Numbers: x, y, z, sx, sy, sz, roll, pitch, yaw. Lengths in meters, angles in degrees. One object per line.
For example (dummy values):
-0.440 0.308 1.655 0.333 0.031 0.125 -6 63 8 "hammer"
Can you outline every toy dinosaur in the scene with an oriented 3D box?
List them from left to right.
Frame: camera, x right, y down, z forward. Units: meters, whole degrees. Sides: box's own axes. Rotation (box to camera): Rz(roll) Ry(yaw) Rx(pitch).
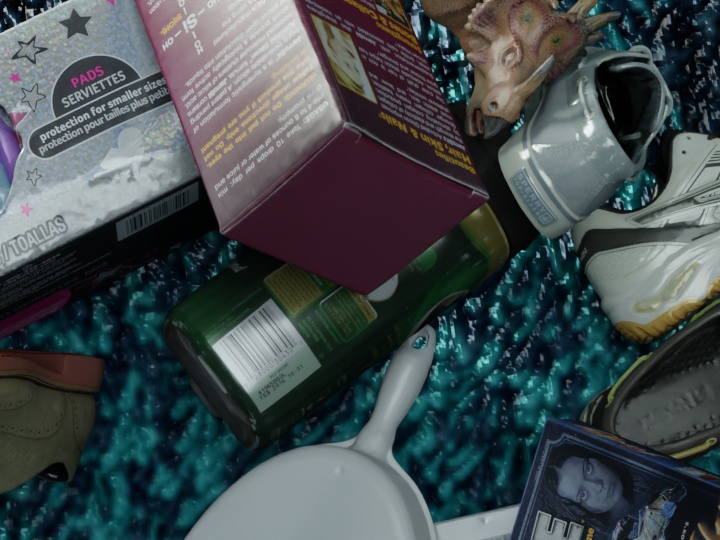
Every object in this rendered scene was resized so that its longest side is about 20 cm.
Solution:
0.067 -0.166 1.343 0.086 0.135 0.201 -8 91 -25 "toy dinosaur"

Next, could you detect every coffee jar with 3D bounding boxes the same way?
0.000 0.000 1.375 0.200 0.104 0.085 -37 86 -11 "coffee jar"

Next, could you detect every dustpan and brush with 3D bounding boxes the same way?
-0.006 0.113 1.377 0.139 0.057 0.201 19 78 16 "dustpan and brush"

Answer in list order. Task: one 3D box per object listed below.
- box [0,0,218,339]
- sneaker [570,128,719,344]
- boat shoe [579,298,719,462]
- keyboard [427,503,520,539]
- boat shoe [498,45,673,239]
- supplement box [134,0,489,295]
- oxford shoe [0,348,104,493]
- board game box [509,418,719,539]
-0.180 -0.042 1.354 0.200 0.132 0.115 -28 80 -9 "box"
0.199 -0.049 1.416 0.200 0.076 0.088 -33 82 -11 "sneaker"
0.205 0.045 1.403 0.201 0.061 0.072 -33 84 -10 "boat shoe"
0.069 0.150 1.378 0.199 0.011 0.056 -13 73 5 "keyboard"
0.123 -0.075 1.357 0.071 0.201 0.070 -29 102 21 "boat shoe"
-0.032 -0.100 1.302 0.086 0.110 0.200 -39 52 23 "supplement box"
-0.185 0.075 1.305 0.070 0.200 0.075 3 89 30 "oxford shoe"
0.124 0.188 1.316 0.135 0.035 0.201 20 98 33 "board game box"
